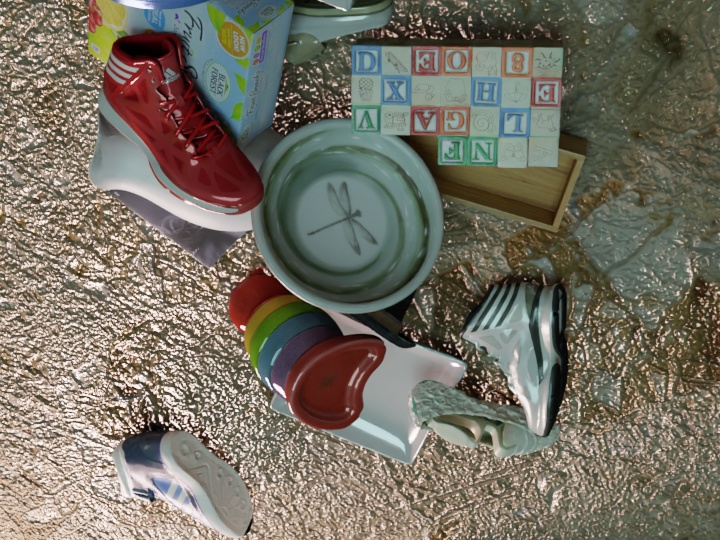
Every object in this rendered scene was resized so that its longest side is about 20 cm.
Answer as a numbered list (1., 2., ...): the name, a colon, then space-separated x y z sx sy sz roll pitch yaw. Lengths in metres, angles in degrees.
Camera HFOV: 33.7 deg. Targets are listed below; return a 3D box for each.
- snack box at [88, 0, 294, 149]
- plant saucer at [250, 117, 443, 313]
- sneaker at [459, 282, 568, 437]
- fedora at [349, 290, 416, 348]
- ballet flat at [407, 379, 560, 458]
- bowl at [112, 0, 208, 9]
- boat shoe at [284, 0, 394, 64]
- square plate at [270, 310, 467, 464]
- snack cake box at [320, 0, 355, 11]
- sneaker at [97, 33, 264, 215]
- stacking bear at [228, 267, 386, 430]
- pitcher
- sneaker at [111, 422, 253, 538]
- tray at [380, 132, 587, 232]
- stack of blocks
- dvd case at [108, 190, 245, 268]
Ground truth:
1. snack box: -0.169 -0.233 1.142 0.200 0.068 0.169 34 145 13
2. plant saucer: -0.017 -0.052 1.200 0.200 0.200 0.050 31 161 -9
3. sneaker: 0.176 0.097 1.368 0.115 0.076 0.201 8 121 21
4. fedora: 0.000 0.000 1.299 0.201 0.201 0.092 35 90 -12
5. ballet flat: 0.146 0.191 1.419 0.200 0.072 0.072 18 130 -13
6. bowl: -0.180 -0.318 1.065 0.200 0.201 0.039 16 153 3
7. boat shoe: -0.055 -0.243 1.165 0.200 0.075 0.068 4 129 26
8. square plate: 0.007 0.137 1.462 0.198 0.028 0.200 22 129 -2
9. snack cake box: -0.002 -0.320 1.003 0.067 0.200 0.115 21 129 0
10. sneaker: -0.169 -0.142 1.112 0.200 0.078 0.116 36 149 9
11. stacking bear: -0.081 0.075 1.352 0.114 0.200 0.122 3 118 -39
12. pitcher: -0.178 -0.109 1.256 0.200 0.172 0.121 9 91 -9
13. sneaker: -0.254 0.296 1.633 0.146 0.081 0.200 -14 125 34
14. tray: 0.123 -0.115 1.232 0.200 0.037 0.099 17 129 4
15. stack of blocks: 0.093 -0.164 1.152 0.200 0.059 0.115 2 108 6
16. dvd case: -0.174 -0.102 1.337 0.149 0.016 0.200 38 127 -14
